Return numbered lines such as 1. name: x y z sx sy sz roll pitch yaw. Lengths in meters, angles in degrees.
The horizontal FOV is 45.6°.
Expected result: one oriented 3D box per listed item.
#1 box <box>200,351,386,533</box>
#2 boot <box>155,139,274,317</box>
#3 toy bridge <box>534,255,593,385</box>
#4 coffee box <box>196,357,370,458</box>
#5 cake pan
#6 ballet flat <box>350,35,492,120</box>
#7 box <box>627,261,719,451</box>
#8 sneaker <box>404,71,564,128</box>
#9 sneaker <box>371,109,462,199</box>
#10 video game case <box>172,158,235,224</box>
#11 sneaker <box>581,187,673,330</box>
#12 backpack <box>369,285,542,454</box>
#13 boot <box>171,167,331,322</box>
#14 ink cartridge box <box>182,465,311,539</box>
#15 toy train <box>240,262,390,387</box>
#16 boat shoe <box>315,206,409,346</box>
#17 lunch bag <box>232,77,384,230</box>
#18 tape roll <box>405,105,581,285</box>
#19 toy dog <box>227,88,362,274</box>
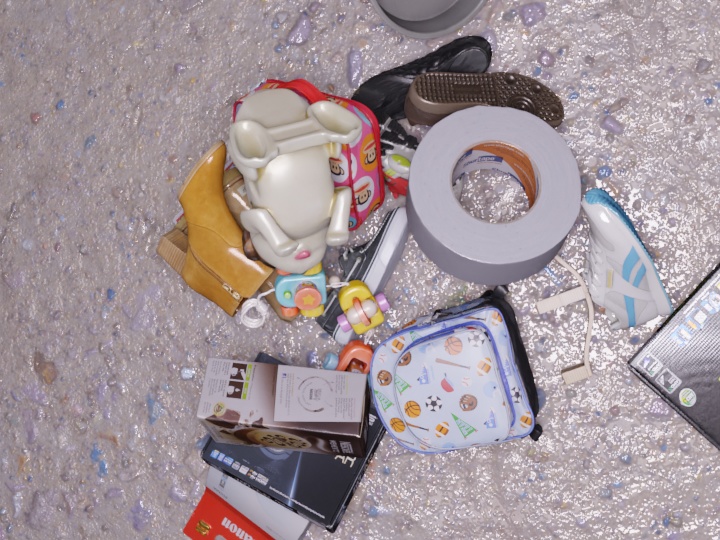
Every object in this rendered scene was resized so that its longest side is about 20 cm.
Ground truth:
1. box: -0.084 0.222 1.120 0.198 0.044 0.161 25 69 14
2. boot: -0.162 -0.047 1.057 0.143 0.071 0.202 35 124 3
3. toy bridge: 0.251 0.035 1.065 0.066 0.027 0.203 -20 85 13
4. coffee box: -0.089 0.172 1.057 0.197 0.113 0.081 5 65 6
5. cake pan: 0.085 -0.387 1.040 0.201 0.199 0.037 -55 38 10
6. ballet flat: 0.079 -0.244 1.108 0.198 0.057 0.067 -18 114 20
7. box: 0.451 0.105 1.000 0.193 0.047 0.200 44 102 13
8. sneaker: 0.152 -0.203 1.073 0.197 0.076 0.071 9 67 -7
9. sneaker: 0.040 -0.134 1.098 0.199 0.085 0.077 35 59 20
10. video game case: -0.150 -0.084 1.183 0.200 0.017 0.143 -43 80 13
11. sneaker: 0.293 -0.006 0.985 0.080 0.077 0.201 -25 123 16
12. backpack: 0.108 0.138 1.050 0.188 0.154 0.203 -16 88 24
13. boot: -0.151 -0.011 1.131 0.201 0.066 0.175 51 133 0
14. ink cartridge box: -0.148 0.327 1.173 0.159 0.047 0.202 32 98 13
15. toy train: -0.043 0.074 1.060 0.199 0.056 0.151 32 104 -20
16. boat shoe: 0.000 0.000 1.113 0.070 0.072 0.202 30 100 12
17. lunch bag: -0.068 -0.153 1.050 0.198 0.082 0.178 22 137 31
18. tape roll: 0.152 -0.088 0.990 0.197 0.066 0.203 0 69 0
19. toy dog: -0.089 -0.086 0.961 0.194 0.138 0.202 42 145 42
